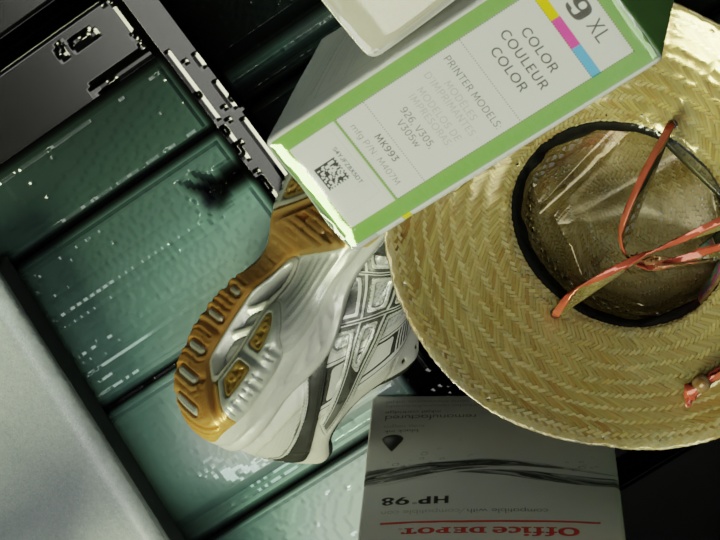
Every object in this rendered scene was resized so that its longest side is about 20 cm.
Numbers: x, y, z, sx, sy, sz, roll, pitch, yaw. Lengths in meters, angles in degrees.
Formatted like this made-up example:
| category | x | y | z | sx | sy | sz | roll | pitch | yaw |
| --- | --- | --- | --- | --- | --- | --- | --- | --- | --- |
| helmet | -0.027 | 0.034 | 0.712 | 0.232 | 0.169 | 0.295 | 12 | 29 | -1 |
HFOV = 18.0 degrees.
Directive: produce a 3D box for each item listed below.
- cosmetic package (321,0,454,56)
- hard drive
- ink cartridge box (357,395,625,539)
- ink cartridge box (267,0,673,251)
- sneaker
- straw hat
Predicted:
| category | x | y | z | sx | sy | sz | roll | pitch | yaw |
| --- | --- | --- | --- | --- | --- | --- | --- | --- | --- |
| cosmetic package | 0.005 | -0.166 | 0.889 | 0.071 | 0.200 | 0.105 | -35 | 107 | 14 |
| hard drive | -0.179 | 0.107 | 1.094 | 0.139 | 0.033 | 0.200 | -26 | 108 | 12 |
| ink cartridge box | 0.058 | 0.123 | 0.999 | 0.115 | 0.200 | 0.067 | -1 | 110 | 3 |
| ink cartridge box | 0.065 | -0.097 | 0.858 | 0.200 | 0.104 | 0.059 | -33 | 107 | 26 |
| sneaker | 0.000 | 0.000 | 1.033 | 0.088 | 0.076 | 0.200 | 29 | 103 | -39 |
| straw hat | 0.114 | -0.021 | 0.979 | 0.200 | 0.085 | 0.202 | 1 | 97 | 13 |
